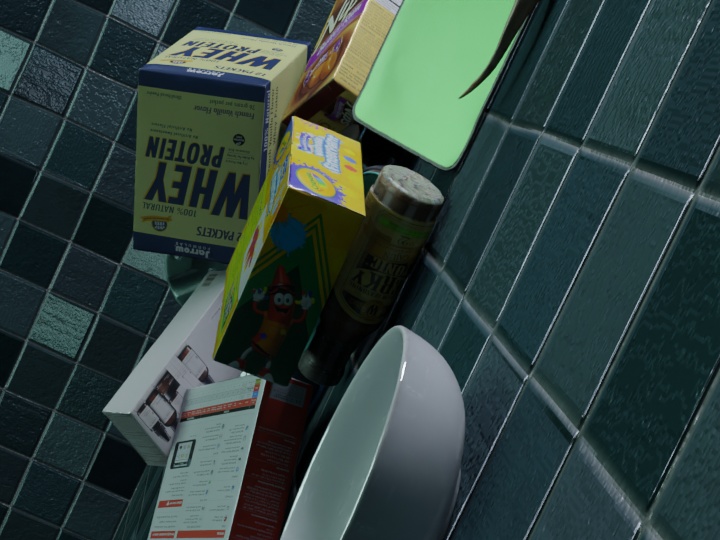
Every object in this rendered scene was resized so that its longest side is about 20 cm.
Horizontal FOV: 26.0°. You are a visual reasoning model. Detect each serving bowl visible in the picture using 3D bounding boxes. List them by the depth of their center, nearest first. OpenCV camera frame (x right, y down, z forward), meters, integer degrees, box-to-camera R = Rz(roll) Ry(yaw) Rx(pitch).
[{"bbox_3d":[0.010,0.135,0.901,0.200,0.066,0.201,-156,90,-82],"label":"serving bowl"}]

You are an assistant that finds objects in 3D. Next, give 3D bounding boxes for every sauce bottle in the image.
[{"bbox_3d":[0.005,0.009,1.345,0.065,0.064,0.201,-83,17,-66],"label":"sauce bottle"}]

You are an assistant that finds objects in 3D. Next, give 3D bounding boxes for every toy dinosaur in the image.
[{"bbox_3d":[0.141,-0.234,1.248,0.201,0.060,0.106,-62,-17,-12],"label":"toy dinosaur"}]

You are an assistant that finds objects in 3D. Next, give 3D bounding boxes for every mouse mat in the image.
[{"bbox_3d":[0.076,-0.199,1.368,0.161,0.008,0.201,35,103,47],"label":"mouse mat"}]

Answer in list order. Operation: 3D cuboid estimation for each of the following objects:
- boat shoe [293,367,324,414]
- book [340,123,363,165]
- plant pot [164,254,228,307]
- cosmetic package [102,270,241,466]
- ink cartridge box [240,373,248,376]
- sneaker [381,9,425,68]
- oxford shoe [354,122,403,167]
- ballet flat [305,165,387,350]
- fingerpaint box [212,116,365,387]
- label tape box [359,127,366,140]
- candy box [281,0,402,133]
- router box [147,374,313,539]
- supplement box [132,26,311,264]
[{"bbox_3d":[-0.093,0.143,1.572,0.084,0.068,0.200,-81,17,-63],"label":"boat shoe"},{"bbox_3d":[-0.038,-0.101,1.728,0.200,0.048,0.134,-154,64,-74],"label":"book"},{"bbox_3d":[-0.151,-0.019,1.888,0.196,0.200,0.201,-72,8,-82],"label":"plant pot"},{"bbox_3d":[-0.170,0.098,1.591,0.051,0.083,0.200,-1,44,43],"label":"cosmetic package"},{"bbox_3d":[-0.102,0.066,1.693,0.200,0.044,0.094,-55,48,14],"label":"ink cartridge box"},{"bbox_3d":[0.090,-0.220,1.431,0.075,0.078,0.201,38,105,36],"label":"sneaker"},{"bbox_3d":[0.008,-0.165,1.782,0.200,0.084,0.073,154,138,-81],"label":"oxford shoe"},{"bbox_3d":[0.000,0.000,1.429,0.073,0.073,0.201,-101,30,-77],"label":"ballet flat"},{"bbox_3d":[-0.059,-0.021,1.349,0.200,0.073,0.167,-94,27,-69],"label":"fingerpaint box"},{"bbox_3d":[0.065,-0.216,1.614,0.145,0.063,0.200,-61,9,28],"label":"label tape box"},{"bbox_3d":[-0.002,-0.237,1.613,0.117,0.056,0.201,-31,31,55],"label":"candy box"},{"bbox_3d":[-0.127,0.193,1.450,0.200,0.049,0.180,-17,57,61],"label":"router box"},{"bbox_3d":[-0.145,-0.135,1.658,0.200,0.134,0.201,-61,-22,-66],"label":"supplement box"}]
